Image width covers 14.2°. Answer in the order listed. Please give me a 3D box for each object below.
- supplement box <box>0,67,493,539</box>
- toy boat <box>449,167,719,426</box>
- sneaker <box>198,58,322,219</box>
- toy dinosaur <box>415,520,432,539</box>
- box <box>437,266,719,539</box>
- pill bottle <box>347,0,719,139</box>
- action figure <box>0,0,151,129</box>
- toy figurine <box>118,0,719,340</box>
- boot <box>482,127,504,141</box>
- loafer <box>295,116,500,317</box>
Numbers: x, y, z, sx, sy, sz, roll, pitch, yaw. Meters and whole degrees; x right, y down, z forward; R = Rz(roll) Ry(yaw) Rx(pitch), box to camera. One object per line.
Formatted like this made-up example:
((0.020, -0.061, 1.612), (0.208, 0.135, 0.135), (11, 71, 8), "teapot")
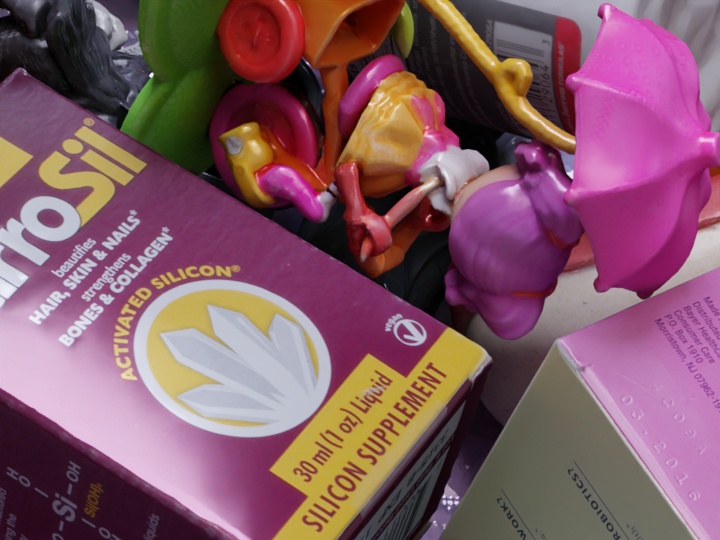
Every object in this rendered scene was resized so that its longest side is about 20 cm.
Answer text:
((-0.078, 0.044, 0.978), (0.200, 0.103, 0.131), (30, 48, 12), "supplement box")
((0.130, -0.011, 1.122), (0.200, 0.131, 0.131), (-19, 55, 6), "toy boat")
((-0.067, -0.009, 1.098), (0.071, 0.099, 0.200), (18, 55, -7), "sneaker")
((-0.056, 0.108, 1.036), (0.200, 0.077, 0.102), (-23, 81, -23), "toy dinosaur")
((0.121, 0.127, 1.004), (0.097, 0.200, 0.176), (-22, 66, -30), "box")
((0.045, -0.112, 1.103), (0.200, 0.111, 0.111), (18, 46, 34), "pill bottle")
((-0.135, -0.105, 1.118), (0.200, 0.119, 0.102), (35, 53, 23), "action figure")
((0.030, -0.049, 0.975), (0.184, 0.200, 0.150), (41, 29, 19), "toy figurine")
((0.033, -0.156, 1.244), (0.200, 0.070, 0.132), (64, 30, -4), "boot")
((0.000, 0.000, 1.134), (0.068, 0.070, 0.201), (30, 40, 0), "loafer")
